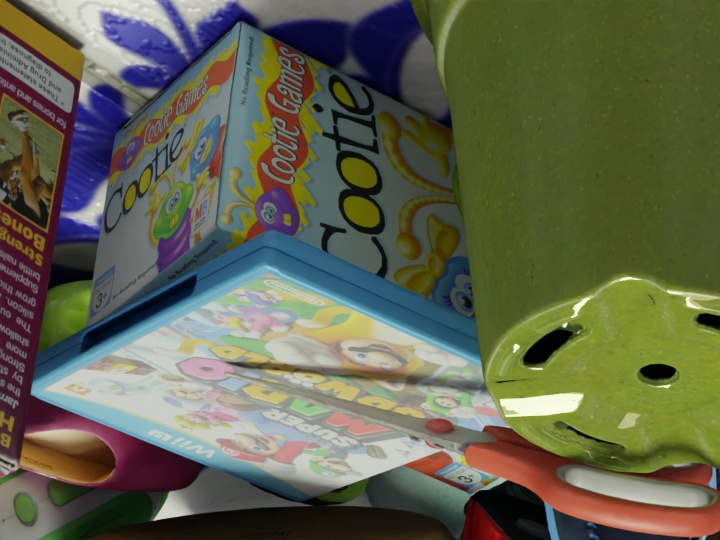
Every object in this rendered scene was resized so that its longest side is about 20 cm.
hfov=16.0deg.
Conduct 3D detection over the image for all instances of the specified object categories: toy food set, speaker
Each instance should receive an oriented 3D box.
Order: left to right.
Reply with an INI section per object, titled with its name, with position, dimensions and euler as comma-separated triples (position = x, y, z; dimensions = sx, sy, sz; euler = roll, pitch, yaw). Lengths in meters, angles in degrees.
[speaker]
position = -0.171, 0.116, 1.188
dimensions = 0.088, 0.089, 0.200
euler = -19, -177, 31
[toy food set]
position = -0.041, 0.142, 1.151
dimensions = 0.198, 0.049, 0.198
euler = -4, -176, -10

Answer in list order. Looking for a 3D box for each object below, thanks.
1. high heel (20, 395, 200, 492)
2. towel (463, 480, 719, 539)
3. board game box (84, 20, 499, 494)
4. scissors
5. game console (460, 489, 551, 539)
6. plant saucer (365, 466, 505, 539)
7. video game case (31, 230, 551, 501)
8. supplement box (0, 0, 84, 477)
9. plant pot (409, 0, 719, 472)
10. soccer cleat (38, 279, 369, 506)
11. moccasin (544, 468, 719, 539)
[high heel]
position = -0.152, 0.085, 1.109
dimensions = 0.067, 0.096, 0.199
euler = -27, 139, 35
[towel]
position = 0.166, 0.103, 1.157
dimensions = 0.199, 0.022, 0.146
euler = -30, 127, 35
[board game box]
position = 0.000, 0.000, 1.072
dimensions = 0.199, 0.104, 0.105
euler = 25, 142, -26
[scissors]
position = 0.039, 0.065, 0.948
dimensions = 0.199, 0.073, 0.014
euler = 11, 112, 7
[game console]
position = 0.148, 0.152, 1.093
dimensions = 0.199, 0.031, 0.177
euler = 22, -178, -16
[plant saucer]
position = 0.100, 0.128, 1.305
dimensions = 0.199, 0.039, 0.202
euler = 3, 146, 2
[video game case]
position = -0.029, 0.043, 1.014
dimensions = 0.143, 0.018, 0.200
euler = 24, 153, -26
[supplement box]
position = -0.196, -0.020, 0.984
dimensions = 0.103, 0.201, 0.131
euler = -24, 136, 35
[plant pot]
position = 0.108, -0.036, 0.929
dimensions = 0.198, 0.191, 0.201
euler = 4, 146, 3
[soccer cleat]
position = -0.078, 0.056, 1.213
dimensions = 0.199, 0.068, 0.081
euler = 30, 159, -33
[moccasin]
position = 0.123, 0.034, 1.018
dimensions = 0.080, 0.201, 0.068
euler = 26, 150, -23
